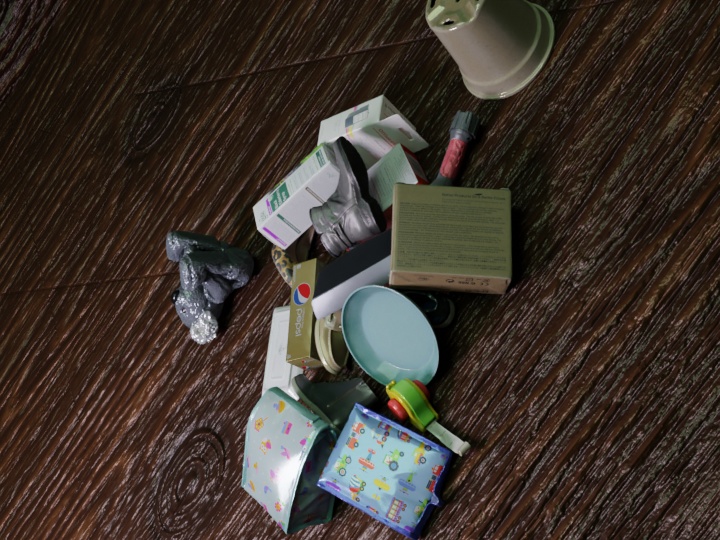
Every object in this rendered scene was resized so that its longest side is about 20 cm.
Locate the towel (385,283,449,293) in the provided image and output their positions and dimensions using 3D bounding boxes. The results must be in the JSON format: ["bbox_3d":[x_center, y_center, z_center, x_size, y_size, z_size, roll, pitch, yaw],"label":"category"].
[{"bbox_3d":[0.108,-0.026,1.575,0.199,0.023,0.145,6,58,44],"label":"towel"}]

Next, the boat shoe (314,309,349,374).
[{"bbox_3d":[-0.038,0.094,1.640,0.065,0.072,0.202,-22,52,33],"label":"boat shoe"}]

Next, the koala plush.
[{"bbox_3d":[-0.333,0.043,1.892,0.177,0.182,0.202,48,125,53],"label":"koala plush"}]

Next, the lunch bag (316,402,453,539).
[{"bbox_3d":[0.053,0.331,1.440,0.199,0.094,0.152,22,83,36],"label":"lunch bag"}]

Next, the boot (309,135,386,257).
[{"bbox_3d":[-0.045,-0.136,1.634,0.131,0.070,0.202,-23,81,26],"label":"boot"}]

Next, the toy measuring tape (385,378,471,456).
[{"bbox_3d":[0.102,0.229,1.439,0.200,0.073,0.074,33,93,49],"label":"toy measuring tape"}]

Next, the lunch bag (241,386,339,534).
[{"bbox_3d":[-0.117,0.320,1.534,0.170,0.121,0.202,28,114,46],"label":"lunch bag"}]

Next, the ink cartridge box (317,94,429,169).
[{"bbox_3d":[0.028,-0.266,1.718,0.199,0.117,0.068,-15,53,36],"label":"ink cartridge box"}]

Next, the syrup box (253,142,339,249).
[{"bbox_3d":[-0.114,-0.144,1.728,0.200,0.081,0.079,-40,36,15],"label":"syrup box"}]

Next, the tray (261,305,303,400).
[{"bbox_3d":[-0.151,0.160,1.743,0.107,0.022,0.202,-11,63,37],"label":"tray"}]

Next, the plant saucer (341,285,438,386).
[{"bbox_3d":[0.056,0.110,1.504,0.198,0.036,0.202,19,125,30],"label":"plant saucer"}]

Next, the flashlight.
[{"bbox_3d":[0.164,-0.191,1.595,0.067,0.068,0.202,13,80,46],"label":"flashlight"}]

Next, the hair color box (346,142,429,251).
[{"bbox_3d":[0.036,-0.134,1.688,0.199,0.064,0.112,-38,50,21],"label":"hair color box"}]

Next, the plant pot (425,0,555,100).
[{"bbox_3d":[0.218,-0.440,1.584,0.199,0.183,0.203,-20,58,35],"label":"plant pot"}]

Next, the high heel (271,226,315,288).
[{"bbox_3d":[-0.113,-0.069,1.780,0.142,0.071,0.201,-41,39,28],"label":"high heel"}]

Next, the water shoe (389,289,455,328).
[{"bbox_3d":[0.073,0.059,1.548,0.199,0.079,0.072,-3,67,41],"label":"water shoe"}]

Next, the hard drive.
[{"bbox_3d":[0.000,0.000,1.574,0.199,0.042,0.135,-30,24,22],"label":"hard drive"}]

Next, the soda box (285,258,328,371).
[{"bbox_3d":[-0.093,0.085,1.693,0.064,0.068,0.202,-16,60,35],"label":"soda box"}]

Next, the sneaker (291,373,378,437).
[{"bbox_3d":[-0.044,0.223,1.594,0.106,0.075,0.200,-44,38,-7],"label":"sneaker"}]

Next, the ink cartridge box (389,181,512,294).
[{"bbox_3d":[0.149,-0.053,1.465,0.197,0.075,0.167,4,66,1],"label":"ink cartridge box"}]
